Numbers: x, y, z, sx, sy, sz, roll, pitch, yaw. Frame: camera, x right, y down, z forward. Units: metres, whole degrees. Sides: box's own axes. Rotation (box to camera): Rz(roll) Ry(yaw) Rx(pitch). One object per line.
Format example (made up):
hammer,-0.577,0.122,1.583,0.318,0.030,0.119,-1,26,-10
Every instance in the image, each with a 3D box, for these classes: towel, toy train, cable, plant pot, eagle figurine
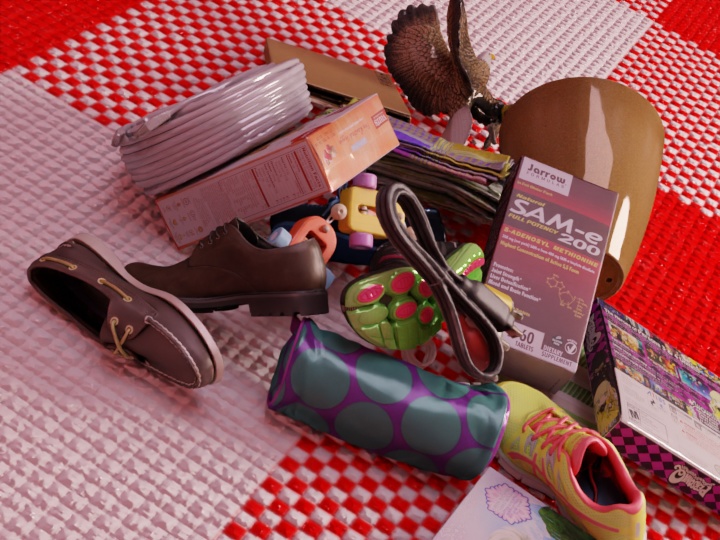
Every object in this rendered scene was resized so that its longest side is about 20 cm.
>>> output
towel,0.073,-0.112,1.479,0.169,0.049,0.200,20,14,-7
towel,0.198,0.110,1.330,0.151,0.024,0.200,28,37,8
toy train,0.000,0.000,1.283,0.199,0.055,0.151,39,65,-24
cable,-0.138,-0.142,1.331,0.198,0.070,0.200,-24,10,-3
plant pot,0.236,-0.071,1.472,0.184,0.187,0.202,16,48,-10
cable,0.067,0.019,1.146,0.200,0.050,0.098,41,55,-25
eagle figurine,0.116,-0.245,1.632,0.201,0.151,0.151,51,10,-5
towel,0.063,-0.132,1.406,0.198,0.023,0.144,22,15,10

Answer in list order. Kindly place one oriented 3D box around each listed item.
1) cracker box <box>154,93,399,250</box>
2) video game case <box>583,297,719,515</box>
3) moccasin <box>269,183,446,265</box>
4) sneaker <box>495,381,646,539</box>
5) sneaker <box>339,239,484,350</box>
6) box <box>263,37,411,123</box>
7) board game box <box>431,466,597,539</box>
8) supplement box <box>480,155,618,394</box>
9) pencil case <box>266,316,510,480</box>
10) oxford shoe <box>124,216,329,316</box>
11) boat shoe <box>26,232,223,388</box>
cracker box,-0.079,-0.093,1.293,0.134,0.198,0.058,-39,107,-52
video game case,0.296,0.135,1.289,0.199,0.036,0.182,32,31,-19
moccasin,-0.004,-0.046,1.366,0.198,0.080,0.069,11,70,-35
sneaker,0.181,0.158,1.181,0.078,0.091,0.200,-28,55,-23
sneaker,0.036,0.018,1.203,0.083,0.078,0.199,12,15,30
box,-0.031,-0.216,1.577,0.161,0.022,0.200,15,19,-12
board game box,0.135,0.269,1.065,0.198,0.041,0.200,33,36,13
supplement box,0.170,0.002,1.311,0.107,0.061,0.202,20,62,-3
pencil case,0.023,0.109,1.174,0.197,0.086,0.093,21,49,-4
oxford shoe,-0.121,-0.004,1.197,0.197,0.086,0.073,-1,4,16
boat shoe,-0.198,0.041,1.152,0.199,0.073,0.059,37,43,25
